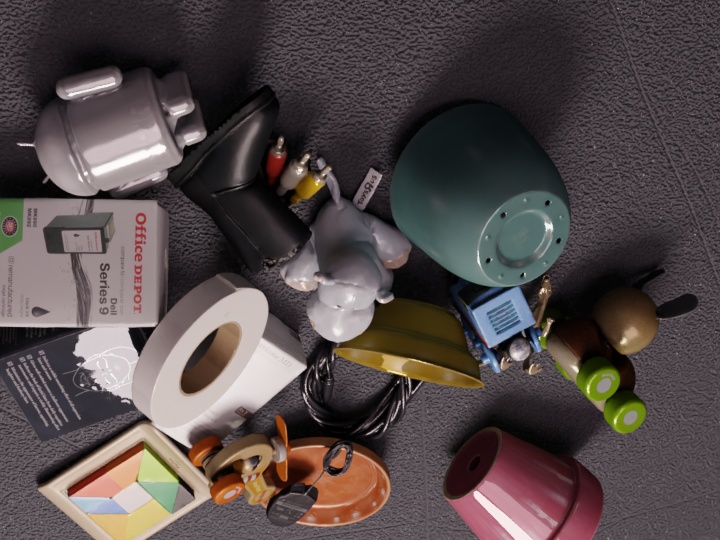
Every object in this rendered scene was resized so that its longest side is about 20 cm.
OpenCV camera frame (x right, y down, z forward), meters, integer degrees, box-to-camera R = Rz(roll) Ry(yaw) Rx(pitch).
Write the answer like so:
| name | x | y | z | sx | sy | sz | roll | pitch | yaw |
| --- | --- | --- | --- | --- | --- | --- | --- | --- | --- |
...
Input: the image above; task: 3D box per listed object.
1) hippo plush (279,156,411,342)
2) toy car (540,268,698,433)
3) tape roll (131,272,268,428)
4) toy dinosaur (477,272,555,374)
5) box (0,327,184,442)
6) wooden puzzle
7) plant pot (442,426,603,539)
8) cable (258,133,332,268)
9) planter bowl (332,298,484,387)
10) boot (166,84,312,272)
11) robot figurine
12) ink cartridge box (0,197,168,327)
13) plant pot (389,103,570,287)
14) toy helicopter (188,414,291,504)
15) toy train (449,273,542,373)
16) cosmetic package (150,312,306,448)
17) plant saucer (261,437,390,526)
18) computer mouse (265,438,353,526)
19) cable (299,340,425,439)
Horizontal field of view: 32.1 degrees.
| name | x | y | z | sx | sy | sz | roll | pitch | yaw |
| --- | --- | --- | --- | --- | --- | --- | --- | --- | --- |
| hippo plush | 0.000 | 0.000 | 1.537 | 0.158 | 0.161 | 0.201 | 11 | 123 | -21 |
| toy car | 0.362 | 0.085 | 1.710 | 0.200 | 0.164 | 0.158 | -42 | 126 | 3 |
| tape roll | -0.189 | 0.095 | 1.493 | 0.203 | 0.037 | 0.204 | -44 | 155 | -26 |
| toy dinosaur | 0.212 | 0.098 | 1.706 | 0.058 | 0.101 | 0.200 | 30 | 117 | -20 |
| box | -0.337 | 0.099 | 1.560 | 0.198 | 0.107 | 0.149 | -18 | 128 | 1 |
| wooden puzzle | -0.324 | 0.315 | 1.771 | 0.199 | 0.037 | 0.185 | -30 | 128 | 9 |
| plant pot | 0.226 | 0.333 | 1.840 | 0.179 | 0.200 | 0.200 | 38 | 111 | -17 |
| cable | -0.107 | -0.083 | 1.510 | 0.097 | 0.050 | 0.201 | 33 | 127 | 4 |
| planter bowl | 0.070 | 0.086 | 1.604 | 0.199 | 0.200 | 0.084 | 18 | 79 | -25 |
| boot | -0.111 | -0.098 | 1.430 | 0.168 | 0.077 | 0.200 | 46 | 131 | -9 |
| robot figurine | -0.272 | -0.152 | 1.383 | 0.198 | 0.113 | 0.170 | -20 | 131 | 1 |
| ink cartridge box | -0.324 | -0.009 | 1.434 | 0.198 | 0.084 | 0.147 | 0 | 87 | -2 |
| plant pot | 0.157 | -0.074 | 1.497 | 0.199 | 0.161 | 0.202 | -14 | 125 | -20 |
| toy helicopter | -0.144 | 0.269 | 1.706 | 0.132 | 0.079 | 0.200 | -32 | 153 | -9 |
| toy train | 0.167 | 0.049 | 1.604 | 0.086 | 0.200 | 0.115 | -26 | 109 | -2 |
| cosmetic package | -0.177 | 0.144 | 1.658 | 0.200 | 0.074 | 0.101 | -41 | 126 | 18 |
| plant saucer | -0.056 | 0.302 | 1.810 | 0.198 | 0.032 | 0.201 | 1 | 135 | 1 |
| computer mouse | -0.071 | 0.295 | 1.765 | 0.058 | 0.034 | 0.200 | 25 | 124 | -27 |
| cable | -0.002 | 0.158 | 1.727 | 0.162 | 0.051 | 0.200 | 25 | 117 | -29 |
